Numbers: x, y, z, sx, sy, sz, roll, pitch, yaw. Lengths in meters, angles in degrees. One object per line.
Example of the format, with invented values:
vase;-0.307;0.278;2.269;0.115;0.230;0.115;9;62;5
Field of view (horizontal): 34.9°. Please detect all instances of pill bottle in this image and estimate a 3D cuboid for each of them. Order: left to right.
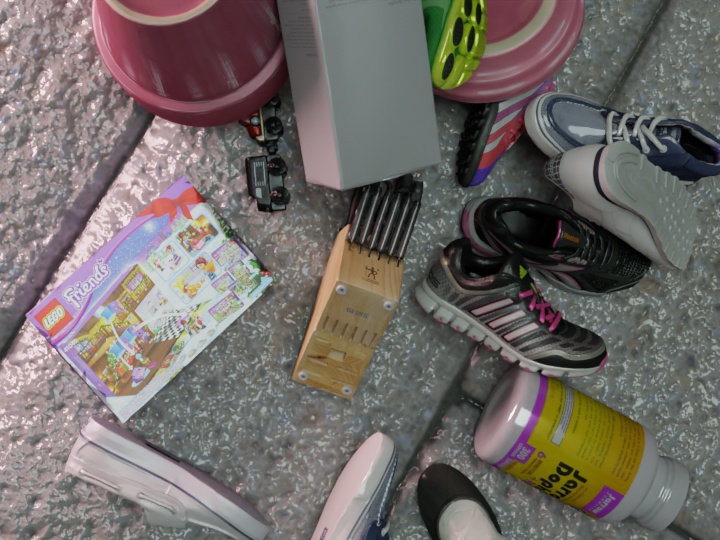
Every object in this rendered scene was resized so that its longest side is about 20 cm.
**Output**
pill bottle;0.218;0.179;1.121;0.198;0.104;0.105;28;81;-7

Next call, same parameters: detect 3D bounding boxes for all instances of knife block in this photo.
knife block;0.000;0.000;1.126;0.063;0.176;0.201;19;127;-7

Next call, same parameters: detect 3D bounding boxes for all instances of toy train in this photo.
toy train;-0.100;-0.157;1.127;0.045;0.034;0.203;-6;86;0

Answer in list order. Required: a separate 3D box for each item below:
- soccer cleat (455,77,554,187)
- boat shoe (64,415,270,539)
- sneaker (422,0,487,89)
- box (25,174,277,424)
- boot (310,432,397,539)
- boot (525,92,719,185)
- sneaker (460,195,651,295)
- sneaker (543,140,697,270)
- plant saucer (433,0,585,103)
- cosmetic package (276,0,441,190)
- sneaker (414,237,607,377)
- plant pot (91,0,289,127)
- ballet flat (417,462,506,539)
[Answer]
soccer cleat;0.156;-0.170;1.159;0.073;0.068;0.202;24;79;-12
boat shoe;-0.181;0.210;1.069;0.199;0.074;0.066;29;86;3
sneaker;0.072;-0.256;1.076;0.083;0.074;0.202;-9;67;28
box;-0.197;0.027;1.090;0.200;0.039;0.137;-43;94;-11
boot;0.006;0.262;1.100;0.090;0.073;0.202;28;89;-14
boot;0.264;-0.135;1.128;0.198;0.090;0.074;16;71;-26
sneaker;0.202;-0.025;1.143;0.198;0.086;0.081;11;85;-10
sneaker;0.260;-0.063;1.115;0.200;0.080;0.077;38;62;-38
plant saucer;0.121;-0.265;1.127;0.198;0.051;0.203;-4;69;10
cosmetic package;-0.002;-0.182;1.021;0.112;0.081;0.202;-15;109;-26
sneaker;0.151;0.031;1.103;0.198;0.074;0.088;26;118;13
plant pot;-0.157;-0.248;1.028;0.197;0.179;0.203;0;82;3
ballet flat;0.118;0.282;1.113;0.067;0.068;0.202;-26;90;-11
